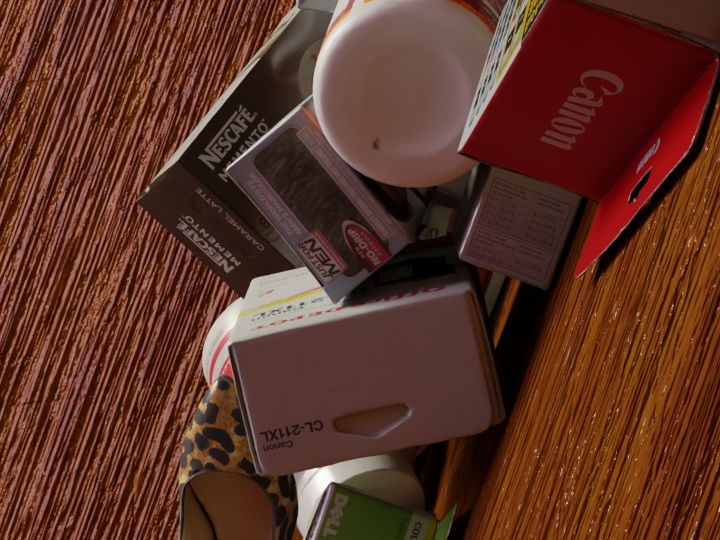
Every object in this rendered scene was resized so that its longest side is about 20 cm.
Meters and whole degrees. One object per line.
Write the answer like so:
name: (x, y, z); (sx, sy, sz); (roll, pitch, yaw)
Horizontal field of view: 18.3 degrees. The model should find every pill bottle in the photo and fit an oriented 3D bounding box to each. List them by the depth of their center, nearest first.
pill bottle: (0.036, -0.130, 1.291); (0.200, 0.109, 0.110); (-76, 6, -67)
pill bottle: (-0.030, 0.107, 1.546); (0.200, 0.112, 0.112); (59, 136, 48)

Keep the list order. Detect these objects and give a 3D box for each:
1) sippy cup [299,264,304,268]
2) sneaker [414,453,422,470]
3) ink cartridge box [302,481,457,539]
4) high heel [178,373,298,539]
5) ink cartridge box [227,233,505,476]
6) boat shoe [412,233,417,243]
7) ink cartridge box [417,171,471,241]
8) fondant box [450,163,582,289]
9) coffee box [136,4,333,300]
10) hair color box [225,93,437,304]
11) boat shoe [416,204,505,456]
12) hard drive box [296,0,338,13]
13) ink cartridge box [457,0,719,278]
sippy cup: (-0.040, -0.054, 1.738); (0.140, 0.130, 0.178); (-57, -33, -46)
sneaker: (-0.013, 0.120, 1.716); (0.200, 0.115, 0.076); (142, 148, -85)
ink cartridge box: (-0.007, 0.203, 1.335); (0.200, 0.076, 0.148); (113, 176, -77)
high heel: (-0.085, 0.176, 1.338); (0.143, 0.071, 0.200); (-63, -27, -62)
ink cartridge box: (0.006, 0.045, 1.332); (0.200, 0.145, 0.083); (-85, -18, -80)
boat shoe: (0.000, 0.000, 1.497); (0.072, 0.065, 0.200); (109, 167, -61)
ink cartridge box: (0.079, -0.082, 1.625); (0.200, 0.084, 0.145); (119, 170, -70)
fondant box: (0.113, -0.099, 1.295); (0.144, 0.058, 0.200); (-86, 15, -82)
coffee box: (-0.052, -0.091, 1.582); (0.200, 0.114, 0.080); (-53, 10, -34)
hair color box: (-0.013, -0.054, 1.337); (0.061, 0.099, 0.200); (-39, 5, 12)
boat shoe: (0.050, 0.042, 1.551); (0.071, 0.062, 0.200); (-77, 5, -55)
hard drive box: (0.065, -0.235, 1.567); (0.200, 0.155, 0.077); (-40, -46, -57)
ink cartridge box: (0.114, -0.112, 1.044); (0.200, 0.084, 0.176); (117, 172, -70)
